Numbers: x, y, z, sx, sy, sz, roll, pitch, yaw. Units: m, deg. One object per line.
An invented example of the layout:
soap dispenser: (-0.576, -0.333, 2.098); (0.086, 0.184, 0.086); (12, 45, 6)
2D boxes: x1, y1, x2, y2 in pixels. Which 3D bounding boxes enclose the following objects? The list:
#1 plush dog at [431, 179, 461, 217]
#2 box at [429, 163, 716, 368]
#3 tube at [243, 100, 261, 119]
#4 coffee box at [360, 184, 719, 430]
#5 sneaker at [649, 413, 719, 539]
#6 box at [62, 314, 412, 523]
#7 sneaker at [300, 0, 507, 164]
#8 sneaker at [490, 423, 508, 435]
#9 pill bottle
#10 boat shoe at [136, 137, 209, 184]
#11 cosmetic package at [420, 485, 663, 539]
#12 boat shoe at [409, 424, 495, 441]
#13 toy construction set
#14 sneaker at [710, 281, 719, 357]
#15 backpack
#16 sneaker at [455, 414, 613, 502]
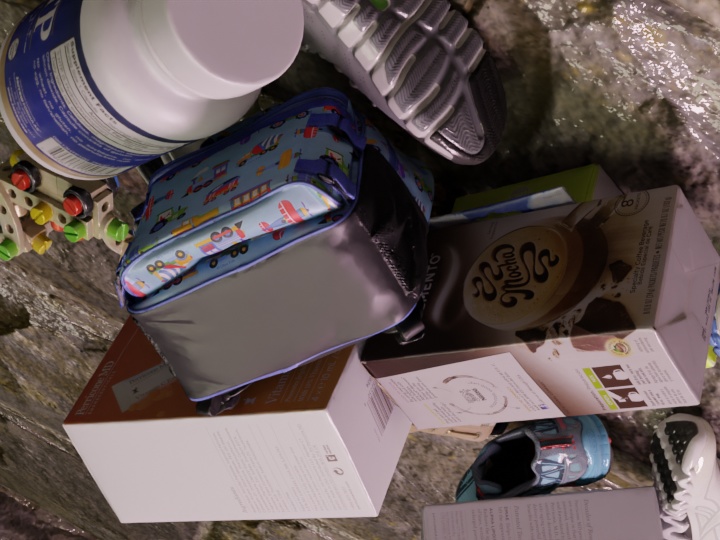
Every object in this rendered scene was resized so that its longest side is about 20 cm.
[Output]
plush dog: (0.000, 0.000, 1.100); (0.172, 0.200, 0.160); (29, -168, 25)
box: (0.148, 0.002, 1.021); (0.122, 0.048, 0.200); (-13, 133, 40)
tube: (-0.110, -0.166, 1.006); (0.052, 0.058, 0.200); (-9, 151, 4)
coffee box: (0.113, 0.027, 0.932); (0.200, 0.113, 0.080); (-10, 135, 33)
sneaker: (0.288, 0.185, 1.250); (0.081, 0.075, 0.200); (-8, 140, 1)
box: (-0.076, 0.092, 0.999); (0.200, 0.124, 0.098); (-6, 126, 25)
sneaker: (-0.001, -0.142, 0.912); (0.200, 0.075, 0.115); (48, 157, -16)
sneaker: (0.076, 0.086, 1.279); (0.084, 0.075, 0.200); (8, 156, 30)
pill bottle: (-0.125, -0.129, 0.880); (0.120, 0.120, 0.200); (40, 150, -24)
boat shoe: (-0.154, -0.103, 1.064); (0.200, 0.068, 0.072); (52, 148, 21)
cosmetic package: (0.154, 0.237, 1.275); (0.200, 0.074, 0.102); (-6, 158, -1)
boat shoe: (0.029, 0.102, 1.171); (0.200, 0.065, 0.072); (9, -152, -30)
toy construction set: (-0.269, -0.046, 1.364); (0.200, 0.092, 0.131); (15, 129, 12)
sneaker: (0.316, 0.070, 0.968); (0.200, 0.077, 0.085); (36, 151, -17)
backpack: (-0.046, -0.033, 0.927); (0.182, 0.200, 0.135); (-22, 120, 22)
sneaker: (0.129, 0.172, 1.306); (0.095, 0.079, 0.200); (2, 153, -31)
